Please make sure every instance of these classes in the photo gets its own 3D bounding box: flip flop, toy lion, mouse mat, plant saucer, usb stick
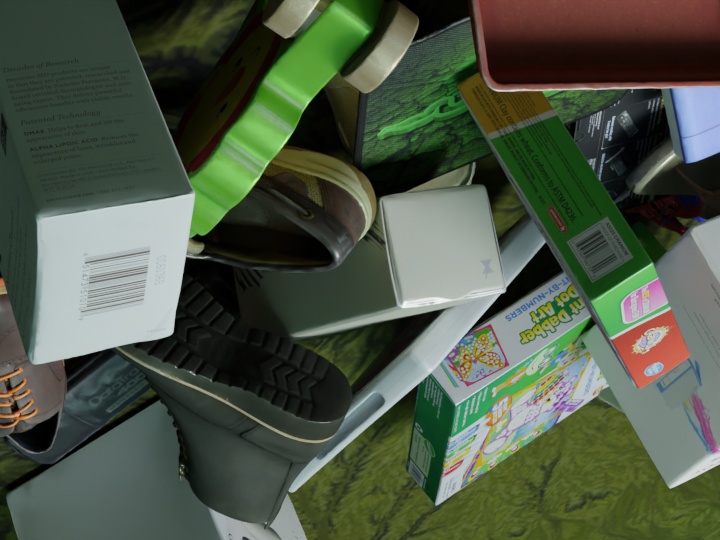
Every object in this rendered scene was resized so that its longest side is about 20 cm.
[{"bbox_3d":[0.256,-0.057,1.280,0.200,0.058,0.081,14,131,-47],"label":"flip flop"},{"bbox_3d":[-0.042,-0.115,0.995,0.069,0.200,0.192,34,131,-16],"label":"toy lion"},{"bbox_3d":[0.085,-0.111,1.107,0.199,0.008,0.161,-24,155,-15],"label":"mouse mat"},{"bbox_3d":[0.127,-0.191,1.018,0.199,0.201,0.037,-4,173,-29],"label":"plant saucer"},{"bbox_3d":[-0.159,0.065,1.288,0.200,0.033,0.055,-37,137,17],"label":"usb stick"}]

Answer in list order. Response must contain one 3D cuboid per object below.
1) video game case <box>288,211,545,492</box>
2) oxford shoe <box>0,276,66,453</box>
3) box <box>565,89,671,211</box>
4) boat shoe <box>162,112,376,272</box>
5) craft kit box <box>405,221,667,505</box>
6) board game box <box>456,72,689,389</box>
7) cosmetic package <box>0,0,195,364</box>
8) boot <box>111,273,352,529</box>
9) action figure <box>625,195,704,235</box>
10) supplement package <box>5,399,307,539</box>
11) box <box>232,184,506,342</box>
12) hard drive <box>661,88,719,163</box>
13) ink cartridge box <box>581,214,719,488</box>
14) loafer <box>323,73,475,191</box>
[{"bbox_3d":[0.040,0.048,1.274,0.200,0.023,0.182,-45,180,-45],"label":"video game case"},{"bbox_3d":[-0.211,0.058,1.167,0.071,0.073,0.200,-14,160,-2],"label":"oxford shoe"},{"bbox_3d":[0.202,-0.125,1.250,0.157,0.050,0.200,-18,146,-12],"label":"box"},{"bbox_3d":[-0.093,-0.042,1.080,0.199,0.065,0.073,6,124,14],"label":"boat shoe"},{"bbox_3d":[0.128,0.072,1.405,0.197,0.049,0.200,-35,159,-17],"label":"craft kit box"},{"bbox_3d":[0.130,-0.025,1.129,0.040,0.153,0.200,-31,158,4],"label":"board game box"},{"bbox_3d":[-0.153,-0.069,0.963,0.081,0.200,0.113,-11,141,-22],"label":"cosmetic package"},{"bbox_3d":[-0.118,0.083,1.216,0.078,0.200,0.139,-53,173,-46],"label":"boot"},{"bbox_3d":[0.256,-0.048,1.388,0.199,0.052,0.065,6,153,-35],"label":"action figure"},{"bbox_3d":[-0.125,0.235,1.393,0.147,0.192,0.200,-32,146,8],"label":"supplement package"},{"bbox_3d":[0.000,0.000,1.184,0.082,0.069,0.200,-8,175,-32],"label":"box"},{"bbox_3d":[0.233,-0.177,1.147,0.131,0.025,0.201,-23,122,-9],"label":"hard drive"},{"bbox_3d":[0.256,0.048,1.289,0.128,0.126,0.200,-21,163,-26],"label":"ink cartridge box"},{"bbox_3d":[0.022,-0.087,1.168,0.075,0.068,0.200,-30,146,7],"label":"loafer"}]
